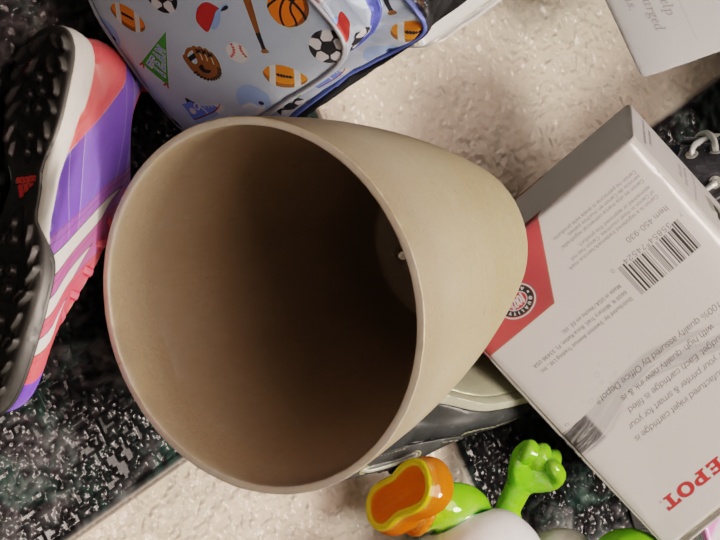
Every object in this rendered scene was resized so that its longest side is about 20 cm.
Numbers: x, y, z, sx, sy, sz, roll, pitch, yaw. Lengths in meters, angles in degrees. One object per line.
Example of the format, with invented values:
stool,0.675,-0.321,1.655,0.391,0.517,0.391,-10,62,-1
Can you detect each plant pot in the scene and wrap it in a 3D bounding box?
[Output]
plant pot,0.000,0.000,1.435,0.200,0.187,0.188,-20,102,-57

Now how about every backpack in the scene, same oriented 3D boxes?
backpack,-0.057,-0.172,1.410,0.191,0.200,0.154,55,41,-6

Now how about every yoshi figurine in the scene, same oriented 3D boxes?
yoshi figurine,0.104,0.163,1.555,0.200,0.112,0.113,20,101,-41

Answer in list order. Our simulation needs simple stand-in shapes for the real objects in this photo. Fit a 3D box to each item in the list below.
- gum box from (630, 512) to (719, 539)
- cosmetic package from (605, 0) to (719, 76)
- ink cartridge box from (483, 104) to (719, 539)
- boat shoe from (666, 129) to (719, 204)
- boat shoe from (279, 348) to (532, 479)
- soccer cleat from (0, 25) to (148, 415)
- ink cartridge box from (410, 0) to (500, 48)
gum box,0.227,0.138,1.699,0.113,0.066,0.201,-24,104,-35
cosmetic package,0.217,-0.243,1.590,0.165,0.165,0.200,62,27,-18
ink cartridge box,0.163,0.032,1.567,0.147,0.083,0.200,-40,101,15
boat shoe,0.203,-0.049,1.623,0.068,0.200,0.072,55,21,-2
boat shoe,0.020,0.077,1.551,0.200,0.072,0.068,-8,132,-45
soccer cleat,-0.151,-0.021,1.407,0.073,0.068,0.201,20,75,-40
ink cartridge box,0.018,-0.237,1.529,0.145,0.083,0.200,-37,112,-33
